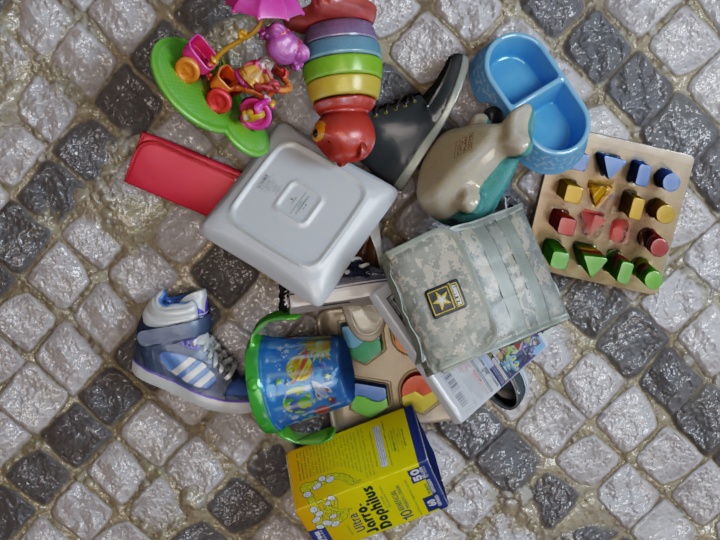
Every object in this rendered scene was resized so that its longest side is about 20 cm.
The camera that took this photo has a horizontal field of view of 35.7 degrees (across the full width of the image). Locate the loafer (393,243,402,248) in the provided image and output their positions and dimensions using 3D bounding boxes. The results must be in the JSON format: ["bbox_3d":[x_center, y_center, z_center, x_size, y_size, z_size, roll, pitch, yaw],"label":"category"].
[{"bbox_3d":[0.135,0.011,1.546,0.198,0.070,0.069,13,104,-8],"label":"loafer"}]

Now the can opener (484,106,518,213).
[{"bbox_3d":[0.196,-0.121,1.537,0.066,0.053,0.203,-5,105,-36],"label":"can opener"}]

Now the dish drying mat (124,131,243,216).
[{"bbox_3d":[-0.222,-0.119,1.545,0.198,0.018,0.078,22,103,-5],"label":"dish drying mat"}]

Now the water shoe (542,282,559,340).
[{"bbox_3d":[0.200,0.093,1.549,0.078,0.072,0.201,22,113,-24],"label":"water shoe"}]

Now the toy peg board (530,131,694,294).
[{"bbox_3d":[0.342,-0.073,1.516,0.197,0.098,0.202,12,103,-3],"label":"toy peg board"}]

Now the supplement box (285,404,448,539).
[{"bbox_3d":[0.009,0.295,1.581,0.198,0.110,0.110,-22,128,5],"label":"supplement box"}]

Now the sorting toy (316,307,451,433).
[{"bbox_3d":[0.045,0.137,1.596,0.197,0.037,0.188,-8,103,2],"label":"sorting toy"}]

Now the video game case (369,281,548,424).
[{"bbox_3d":[0.131,0.066,1.462,0.182,0.023,0.201,-36,92,-29],"label":"video game case"}]

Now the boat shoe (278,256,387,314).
[{"bbox_3d":[-0.015,-0.002,1.483,0.197,0.075,0.094,-6,78,-7],"label":"boat shoe"}]

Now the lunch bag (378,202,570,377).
[{"bbox_3d":[0.134,0.026,1.395,0.198,0.117,0.166,-19,82,-27],"label":"lunch bag"}]

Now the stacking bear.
[{"bbox_3d":[-0.025,-0.238,1.443,0.112,0.121,0.203,-1,85,-34],"label":"stacking bear"}]

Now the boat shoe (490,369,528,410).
[{"bbox_3d":[0.153,0.104,1.507,0.069,0.057,0.200,-41,95,24],"label":"boat shoe"}]

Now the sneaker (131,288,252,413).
[{"bbox_3d":[-0.217,0.104,1.565,0.197,0.081,0.148,19,107,1],"label":"sneaker"}]

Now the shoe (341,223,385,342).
[{"bbox_3d":[0.000,0.000,1.540,0.069,0.053,0.203,-4,95,7],"label":"shoe"}]

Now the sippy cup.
[{"bbox_3d":[-0.078,0.147,1.540,0.128,0.141,0.178,-12,147,11],"label":"sippy cup"}]

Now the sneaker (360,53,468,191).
[{"bbox_3d":[0.060,-0.216,1.494,0.105,0.075,0.202,30,101,-5],"label":"sneaker"}]

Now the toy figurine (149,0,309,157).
[{"bbox_3d":[-0.135,-0.269,1.414,0.200,0.151,0.184,45,123,-13],"label":"toy figurine"}]

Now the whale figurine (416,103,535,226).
[{"bbox_3d":[0.162,-0.132,1.443,0.103,0.161,0.199,30,139,-27],"label":"whale figurine"}]

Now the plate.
[{"bbox_3d":[-0.081,-0.083,1.471,0.199,0.032,0.201,31,71,13],"label":"plate"}]

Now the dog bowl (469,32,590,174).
[{"bbox_3d":[0.226,-0.224,1.466,0.111,0.050,0.201,-31,83,-13],"label":"dog bowl"}]
